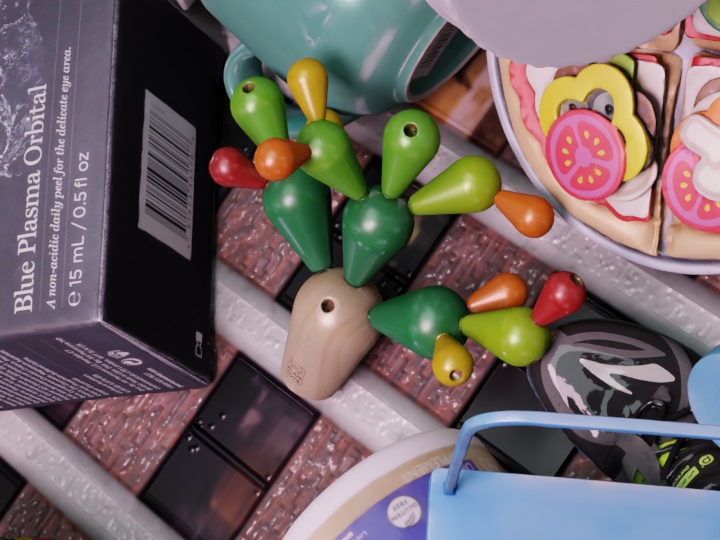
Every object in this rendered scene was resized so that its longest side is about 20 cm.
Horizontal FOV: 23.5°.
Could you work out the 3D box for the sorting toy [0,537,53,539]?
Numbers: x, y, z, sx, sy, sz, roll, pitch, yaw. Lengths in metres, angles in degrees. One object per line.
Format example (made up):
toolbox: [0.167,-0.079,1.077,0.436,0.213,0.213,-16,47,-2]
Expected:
sorting toy: [-0.163,0.230,0.801,0.200,0.069,0.201,21,100,60]

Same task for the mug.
mug: [0.009,-0.146,0.868,0.114,0.185,0.152,42,72,12]

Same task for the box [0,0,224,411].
box: [-0.187,-0.036,0.924,0.198,0.117,0.199,-9,68,23]

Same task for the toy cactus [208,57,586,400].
toy cactus: [0.000,0.000,0.814,0.199,0.102,0.166,33,128,11]

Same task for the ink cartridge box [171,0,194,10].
ink cartridge box: [-0.049,-0.207,0.894,0.162,0.050,0.200,-49,18,2]

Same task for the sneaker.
sneaker: [0.149,0.084,0.747,0.071,0.083,0.200,-48,59,4]

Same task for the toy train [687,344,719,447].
toy train: [0.229,0.076,0.684,0.200,0.085,0.115,44,51,17]

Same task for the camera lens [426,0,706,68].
camera lens: [0.058,-0.198,0.685,0.159,0.160,0.201,-36,50,9]

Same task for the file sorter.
file sorter: [0.089,0.161,0.605,0.137,0.123,0.202,4,70,1]

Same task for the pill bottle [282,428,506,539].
pill bottle: [0.059,0.178,0.733,0.120,0.120,0.200,-42,62,5]

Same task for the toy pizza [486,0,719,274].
toy pizza: [0.136,-0.095,0.751,0.198,0.032,0.203,10,107,33]
